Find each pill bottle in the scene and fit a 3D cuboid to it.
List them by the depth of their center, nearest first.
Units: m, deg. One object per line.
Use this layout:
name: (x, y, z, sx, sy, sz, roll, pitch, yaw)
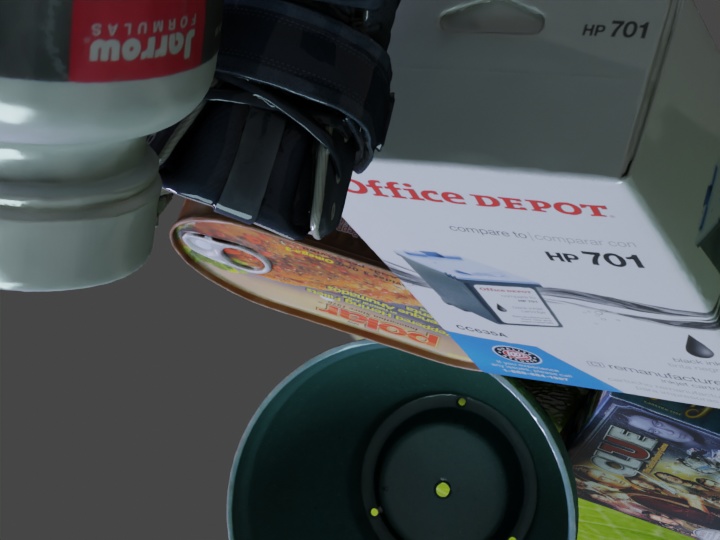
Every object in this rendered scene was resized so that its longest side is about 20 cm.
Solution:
pill bottle: (-0.091, -0.102, 0.537, 0.110, 0.202, 0.111, 6, -159, -2)

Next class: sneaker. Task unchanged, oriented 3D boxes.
sneaker: (-0.009, -0.091, 0.593, 0.076, 0.147, 0.202, 23, 158, -5)

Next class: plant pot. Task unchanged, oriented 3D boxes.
plant pot: (0.037, 0.134, 1.100, 0.198, 0.202, 0.134, 15, -173, 14)

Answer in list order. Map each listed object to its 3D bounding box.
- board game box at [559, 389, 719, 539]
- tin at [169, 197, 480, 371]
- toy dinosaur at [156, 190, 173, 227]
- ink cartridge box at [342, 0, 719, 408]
board game box: (0.186, 0.105, 1.071, 0.134, 0.035, 0.200, 20, 160, 2)
tin: (0.000, 0.000, 0.975, 0.198, 0.042, 0.112, 18, 156, 8)
toy dinosaur: (-0.105, -0.063, 0.906, 0.087, 0.048, 0.200, 17, 161, -22)
ink cartridge box: (0.083, -0.027, 0.756, 0.145, 0.087, 0.200, 7, 158, 32)
